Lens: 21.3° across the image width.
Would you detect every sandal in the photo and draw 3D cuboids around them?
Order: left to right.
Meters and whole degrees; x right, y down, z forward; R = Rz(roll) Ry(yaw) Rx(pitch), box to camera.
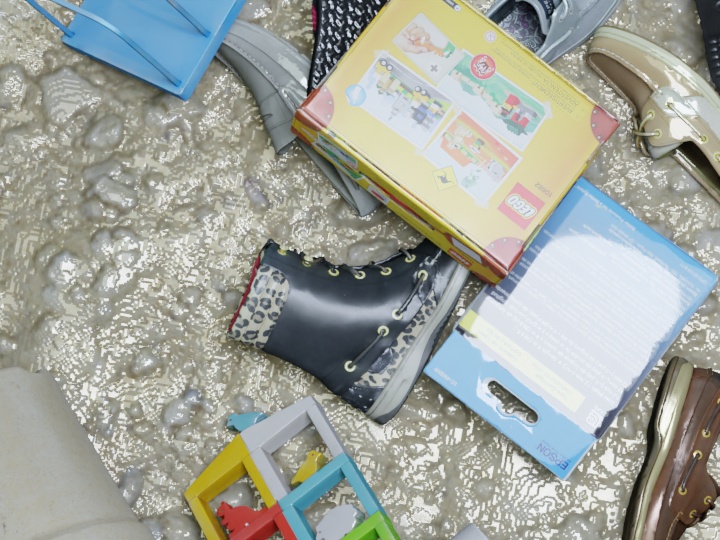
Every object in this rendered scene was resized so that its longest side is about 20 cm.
[{"bbox_3d":[-0.008,-0.204,1.521,0.075,0.045,0.200,12,82,-11],"label":"sandal"}]

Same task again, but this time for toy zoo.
[{"bbox_3d":[-0.056,0.187,1.477,0.131,0.020,0.200,-39,53,6],"label":"toy zoo"}]

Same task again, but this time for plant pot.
[{"bbox_3d":[-0.262,0.181,1.452,0.200,0.200,0.184,-24,71,-2],"label":"plant pot"}]

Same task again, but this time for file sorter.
[{"bbox_3d":[-0.165,-0.265,1.509,0.139,0.123,0.200,26,83,32],"label":"file sorter"}]

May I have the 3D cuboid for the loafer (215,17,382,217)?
[{"bbox_3d":[-0.050,-0.125,1.536,0.200,0.070,0.070,40,77,6],"label":"loafer"}]

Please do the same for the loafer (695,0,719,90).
[{"bbox_3d":[0.303,-0.218,1.545,0.073,0.071,0.200,-6,67,19],"label":"loafer"}]

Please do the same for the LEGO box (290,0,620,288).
[{"bbox_3d":[0.071,-0.108,1.454,0.200,0.077,0.149,38,80,1],"label":"LEGO box"}]

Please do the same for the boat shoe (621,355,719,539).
[{"bbox_3d":[0.248,0.169,1.487,0.067,0.072,0.200,16,80,5],"label":"boat shoe"}]

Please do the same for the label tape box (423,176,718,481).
[{"bbox_3d":[0.164,0.045,1.511,0.143,0.066,0.200,37,86,6],"label":"label tape box"}]

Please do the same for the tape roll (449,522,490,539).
[{"bbox_3d":[0.092,0.305,1.408,0.139,0.203,0.203,-39,83,-3],"label":"tape roll"}]

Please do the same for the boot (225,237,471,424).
[{"bbox_3d":[0.000,0.001,1.505,0.154,0.073,0.204,26,87,-6],"label":"boot"}]

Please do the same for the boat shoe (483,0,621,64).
[{"bbox_3d":[0.143,-0.200,1.540,0.201,0.072,0.070,-42,83,-4],"label":"boat shoe"}]

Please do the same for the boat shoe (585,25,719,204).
[{"bbox_3d":[0.254,-0.116,1.525,0.200,0.074,0.066,39,79,6],"label":"boat shoe"}]
